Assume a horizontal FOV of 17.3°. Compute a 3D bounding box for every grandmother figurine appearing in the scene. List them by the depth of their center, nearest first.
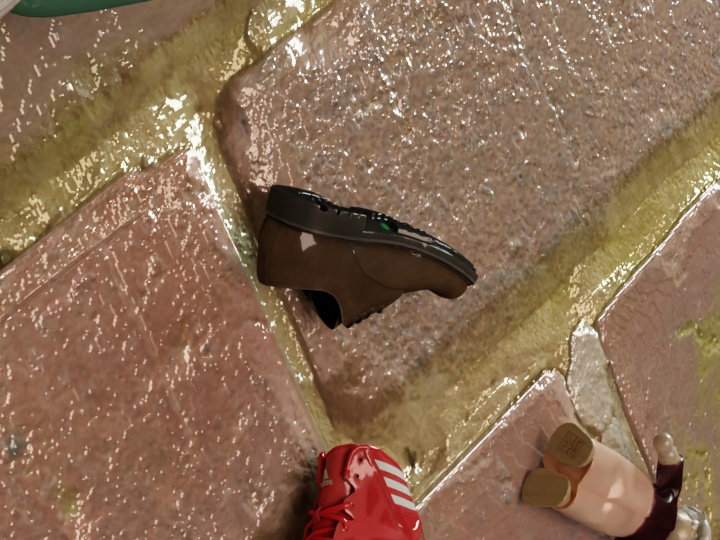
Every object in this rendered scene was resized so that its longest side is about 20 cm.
[{"bbox_3d":[0.212,0.183,1.846,0.121,0.061,0.200,-53,133,3],"label":"grandmother figurine"}]

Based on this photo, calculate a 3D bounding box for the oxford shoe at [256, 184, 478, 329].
[{"bbox_3d":[0.000,0.000,1.630,0.199,0.073,0.085,13,97,-42],"label":"oxford shoe"}]

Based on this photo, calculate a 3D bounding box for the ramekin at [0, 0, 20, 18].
[{"bbox_3d":[-0.256,-0.205,1.278,0.094,0.202,0.203,-35,114,-48],"label":"ramekin"}]

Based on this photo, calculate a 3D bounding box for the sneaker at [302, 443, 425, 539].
[{"bbox_3d":[-0.031,0.185,1.600,0.200,0.078,0.116,-22,97,-55],"label":"sneaker"}]

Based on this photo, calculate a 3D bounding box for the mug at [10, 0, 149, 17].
[{"bbox_3d":[-0.186,-0.238,1.371,0.152,0.114,0.186,-91,170,-56],"label":"mug"}]
